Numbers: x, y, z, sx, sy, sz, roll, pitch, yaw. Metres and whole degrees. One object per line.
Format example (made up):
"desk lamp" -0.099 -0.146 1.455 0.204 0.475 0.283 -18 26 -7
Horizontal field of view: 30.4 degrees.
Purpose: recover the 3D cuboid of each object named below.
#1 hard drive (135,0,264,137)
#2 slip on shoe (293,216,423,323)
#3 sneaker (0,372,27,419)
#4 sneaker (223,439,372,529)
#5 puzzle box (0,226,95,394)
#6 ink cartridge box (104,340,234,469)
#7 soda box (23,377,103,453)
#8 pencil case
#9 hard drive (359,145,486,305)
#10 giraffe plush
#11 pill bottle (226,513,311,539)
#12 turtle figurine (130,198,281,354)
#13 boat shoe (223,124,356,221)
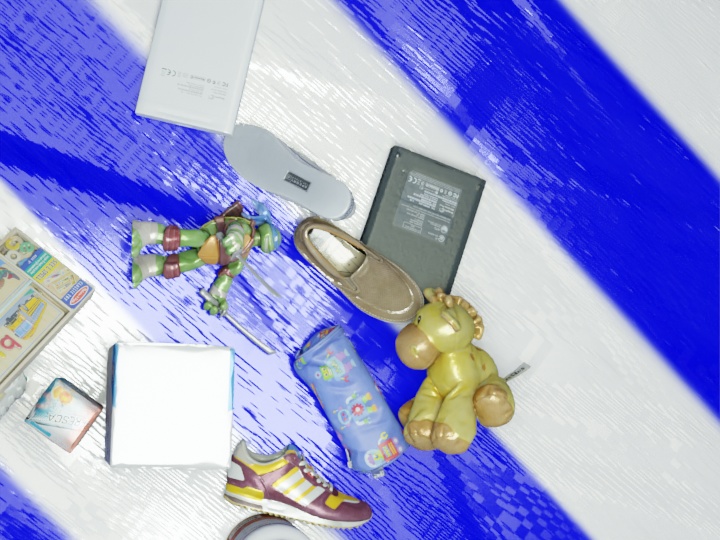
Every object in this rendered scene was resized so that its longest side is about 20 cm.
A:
"hard drive" -0.210 -0.288 1.747 0.131 0.027 0.202 13 84 1
"slip on shoe" 0.000 0.000 1.727 0.200 0.061 0.076 40 83 -7
"sneaker" -0.460 0.154 1.650 0.080 0.076 0.202 13 85 -12
"sneaker" -0.074 0.276 1.719 0.198 0.075 0.091 13 89 -11
"puzzle box" -0.439 0.052 1.636 0.133 0.025 0.200 37 54 0
"ink cartridge box" -0.238 0.165 1.630 0.143 0.200 0.149 2 85 -13
"soda box" -0.356 0.173 1.605 0.068 0.200 0.064 36 80 -5
"pencil case" -0.014 0.173 1.738 0.086 0.078 0.201 -30 92 -5
"hard drive" 0.075 -0.050 1.795 0.138 0.033 0.202 20 82 -10
"giraffe plush" 0.114 0.113 1.700 0.200 0.172 0.163 -40 113 -29
"pill bottle" -0.108 0.367 1.641 0.111 0.200 0.114 1 86 -11
"turtle figurine" -0.193 0.001 1.682 0.192 0.144 0.202 0 82 -8
"boat shoe" -0.093 -0.122 1.750 0.199 0.065 0.074 36 91 14
